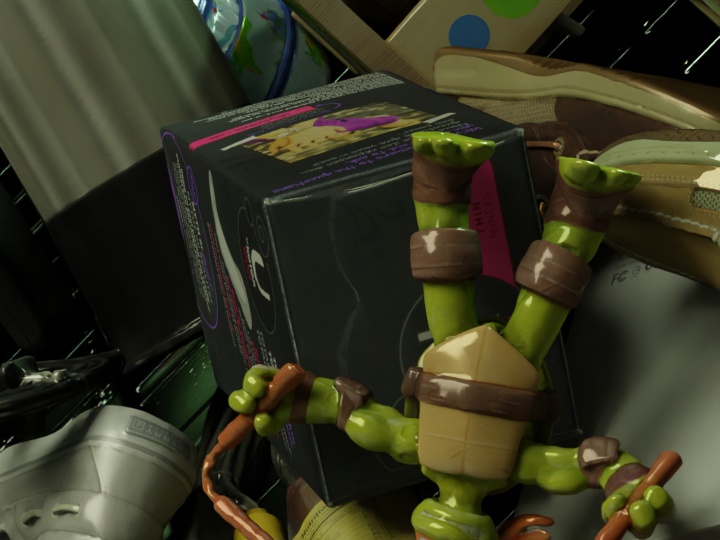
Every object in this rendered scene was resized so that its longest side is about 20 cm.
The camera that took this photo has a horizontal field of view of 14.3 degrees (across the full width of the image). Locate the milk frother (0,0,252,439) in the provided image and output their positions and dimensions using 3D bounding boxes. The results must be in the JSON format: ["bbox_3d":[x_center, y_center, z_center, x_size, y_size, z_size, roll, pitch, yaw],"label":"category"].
[{"bbox_3d":[-0.137,-0.039,1.257,0.180,0.189,0.200,-31,0,16],"label":"milk frother"}]

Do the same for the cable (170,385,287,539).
[{"bbox_3d":[-0.057,0.112,1.247,0.097,0.050,0.200,-56,10,26],"label":"cable"}]

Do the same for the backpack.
[{"bbox_3d":[-0.095,-0.091,1.444,0.163,0.154,0.200,-49,41,3],"label":"backpack"}]

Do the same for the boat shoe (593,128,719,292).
[{"bbox_3d":[0.153,0.002,0.988,0.199,0.072,0.076,10,72,42],"label":"boat shoe"}]

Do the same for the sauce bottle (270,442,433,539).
[{"bbox_3d":[0.007,0.110,1.109,0.066,0.066,0.200,-45,24,7],"label":"sauce bottle"}]

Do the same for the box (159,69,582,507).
[{"bbox_3d":[0.000,0.000,1.125,0.106,0.123,0.200,-15,14,-11],"label":"box"}]

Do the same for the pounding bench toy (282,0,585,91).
[{"bbox_3d":[0.042,-0.158,1.319,0.156,0.124,0.200,-48,13,1],"label":"pounding bench toy"}]

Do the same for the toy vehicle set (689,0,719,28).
[{"bbox_3d":[0.104,-0.152,1.118,0.027,0.124,0.200,-46,70,4],"label":"toy vehicle set"}]

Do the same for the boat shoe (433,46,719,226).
[{"bbox_3d":[0.093,-0.044,1.132,0.200,0.072,0.072,16,98,52],"label":"boat shoe"}]

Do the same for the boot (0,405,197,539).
[{"bbox_3d":[-0.136,0.128,1.252,0.200,0.073,0.096,-41,25,62],"label":"boot"}]

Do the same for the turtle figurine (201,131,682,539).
[{"bbox_3d":[0.052,0.039,0.999,0.199,0.064,0.162,12,92,17],"label":"turtle figurine"}]

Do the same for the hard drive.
[{"bbox_3d":[0.126,0.029,1.073,0.132,0.025,0.201,-21,38,43],"label":"hard drive"}]
